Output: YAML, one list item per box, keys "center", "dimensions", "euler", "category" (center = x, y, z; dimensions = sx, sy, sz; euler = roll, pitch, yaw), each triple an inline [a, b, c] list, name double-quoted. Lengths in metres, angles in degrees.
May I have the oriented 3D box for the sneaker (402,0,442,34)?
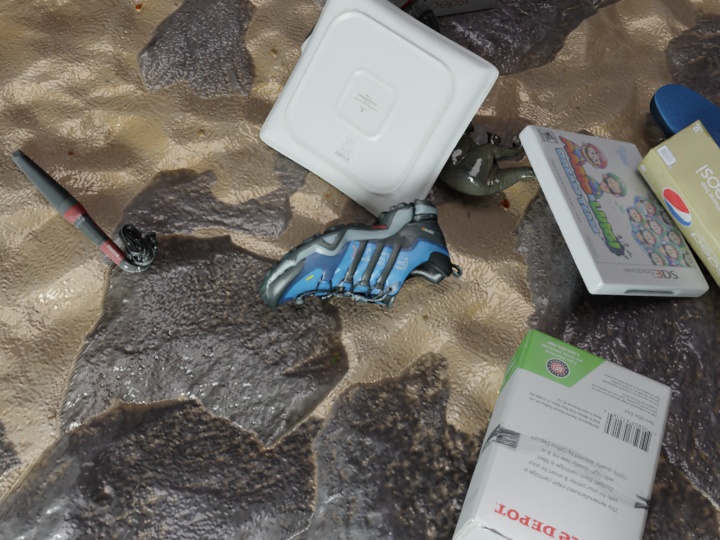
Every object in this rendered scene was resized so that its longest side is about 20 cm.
- center: [0.035, -0.255, 1.042]
  dimensions: [0.200, 0.079, 0.076]
  euler: [-50, 121, -49]
  category: "sneaker"

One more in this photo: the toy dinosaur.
- center: [0.116, -0.125, 0.996]
  dimensions: [0.200, 0.077, 0.102]
  euler: [39, 74, 7]
  category: "toy dinosaur"

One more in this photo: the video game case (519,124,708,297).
- center: [0.274, -0.063, 0.969]
  dimensions: [0.181, 0.024, 0.202]
  euler: [2, 57, -35]
  category: "video game case"

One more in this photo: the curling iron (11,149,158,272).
- center: [-0.280, -0.060, 0.903]
  dimensions: [0.199, 0.026, 0.050]
  euler: [34, 39, 15]
  category: "curling iron"

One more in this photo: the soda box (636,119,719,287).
- center: [0.387, -0.056, 0.968]
  dimensions: [0.064, 0.068, 0.201]
  euler: [-30, 80, -3]
  category: "soda box"

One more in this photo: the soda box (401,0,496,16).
- center: [0.077, -0.361, 1.120]
  dimensions: [0.198, 0.064, 0.069]
  euler: [-13, 63, -18]
  category: "soda box"

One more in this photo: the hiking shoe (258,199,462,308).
- center: [0.000, 0.000, 0.881]
  dimensions: [0.198, 0.074, 0.087]
  euler: [-23, 79, -13]
  category: "hiking shoe"

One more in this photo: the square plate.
- center: [0.011, -0.173, 0.941]
  dimensions: [0.199, 0.199, 0.028]
  euler: [34, 17, 10]
  category: "square plate"

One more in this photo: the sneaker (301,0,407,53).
- center: [-0.005, -0.330, 1.024]
  dimensions: [0.070, 0.199, 0.100]
  euler: [-2, 62, -55]
  category: "sneaker"

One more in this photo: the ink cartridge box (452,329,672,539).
- center: [0.183, 0.178, 0.813]
  dimensions: [0.144, 0.084, 0.201]
  euler: [23, 58, 4]
  category: "ink cartridge box"

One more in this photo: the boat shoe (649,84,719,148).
- center: [0.403, -0.128, 1.045]
  dimensions: [0.084, 0.069, 0.201]
  euler: [-25, 66, -13]
  category: "boat shoe"
